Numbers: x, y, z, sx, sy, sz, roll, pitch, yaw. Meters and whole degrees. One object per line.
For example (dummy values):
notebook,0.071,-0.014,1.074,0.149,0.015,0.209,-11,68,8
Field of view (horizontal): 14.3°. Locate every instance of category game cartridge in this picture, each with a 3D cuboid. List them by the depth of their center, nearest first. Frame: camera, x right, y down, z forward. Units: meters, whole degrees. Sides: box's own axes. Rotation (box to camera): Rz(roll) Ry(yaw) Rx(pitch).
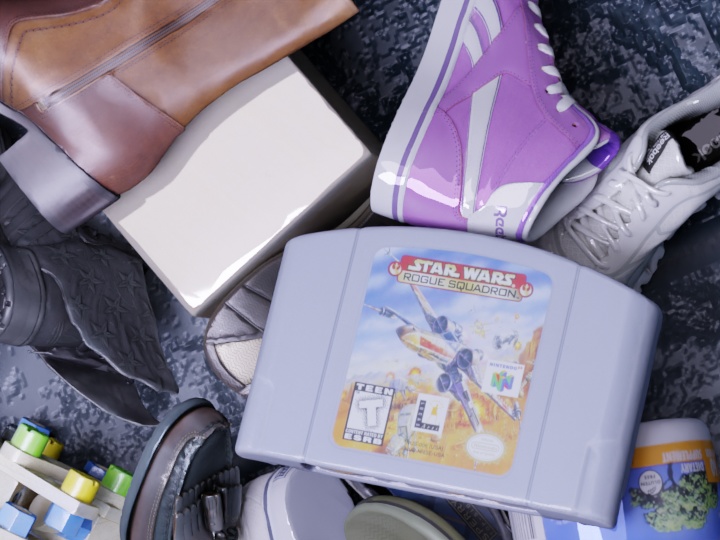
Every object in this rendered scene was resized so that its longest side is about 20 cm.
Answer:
game cartridge,0.045,0.047,1.445,0.200,0.042,0.133,9,81,18

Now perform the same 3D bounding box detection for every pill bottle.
pill bottle,0.142,0.183,1.472,0.112,0.112,0.200,-12,82,12

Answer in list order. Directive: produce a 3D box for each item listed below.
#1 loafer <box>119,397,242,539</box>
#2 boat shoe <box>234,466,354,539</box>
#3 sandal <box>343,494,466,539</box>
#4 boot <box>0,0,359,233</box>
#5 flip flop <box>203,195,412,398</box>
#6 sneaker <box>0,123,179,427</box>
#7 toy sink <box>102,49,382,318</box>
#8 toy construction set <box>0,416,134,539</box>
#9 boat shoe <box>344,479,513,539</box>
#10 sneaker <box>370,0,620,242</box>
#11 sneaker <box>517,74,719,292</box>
loafer,-0.090,0.162,1.523,0.063,0.072,0.200,31,123,28
boat shoe,-0.023,0.204,1.539,0.070,0.071,0.200,-20,89,42
sandal,0.044,0.198,1.465,0.057,0.080,0.201,-18,60,-25
boot,-0.130,-0.149,1.477,0.200,0.068,0.188,-39,81,6
flip flop,0.000,0.000,1.540,0.200,0.058,0.081,-43,97,-20
sneaker,-0.167,-0.004,1.591,0.060,0.104,0.200,-55,37,32
toy sink,-0.094,-0.089,1.558,0.130,0.112,0.200,-43,81,6
toy construction set,-0.194,0.102,1.541,0.092,0.131,0.200,-52,50,10
boat shoe,0.015,0.095,1.534,0.070,0.066,0.200,-42,76,6
sneaker,0.089,-0.097,1.513,0.114,0.073,0.201,13,62,14
sneaker,0.145,-0.039,1.512,0.200,0.081,0.075,-42,78,8
